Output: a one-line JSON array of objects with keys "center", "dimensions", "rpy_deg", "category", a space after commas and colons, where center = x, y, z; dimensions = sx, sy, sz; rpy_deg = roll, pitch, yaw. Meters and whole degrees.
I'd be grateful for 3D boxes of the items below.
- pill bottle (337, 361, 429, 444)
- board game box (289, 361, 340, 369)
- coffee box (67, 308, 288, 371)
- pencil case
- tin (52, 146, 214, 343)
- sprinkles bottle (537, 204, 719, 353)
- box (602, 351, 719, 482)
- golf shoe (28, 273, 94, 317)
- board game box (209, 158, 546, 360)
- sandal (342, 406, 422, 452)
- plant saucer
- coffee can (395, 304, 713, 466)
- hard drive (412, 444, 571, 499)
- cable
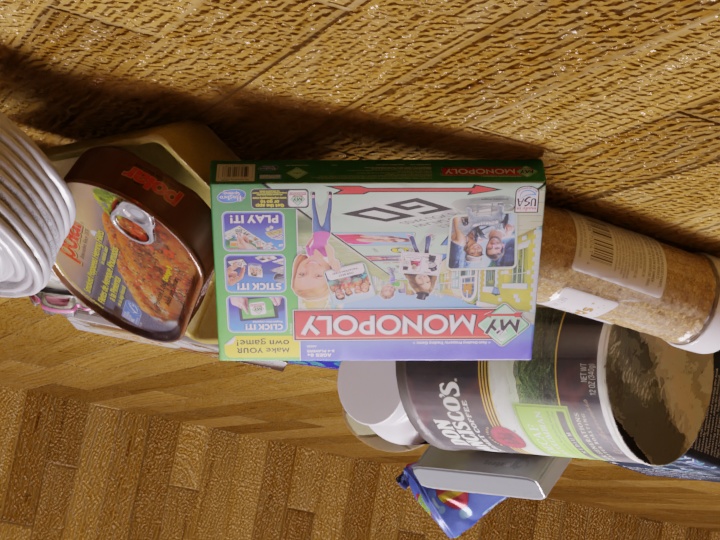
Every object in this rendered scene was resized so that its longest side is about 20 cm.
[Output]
[{"center": [0.072, 0.102, 1.532], "dimensions": [0.112, 0.113, 0.200], "rpy_deg": [1, 177, 39], "category": "pill bottle"}, {"center": [-0.028, 0.065, 1.693], "dimensions": [0.151, 0.045, 0.200], "rpy_deg": [7, 168, 16], "category": "board game box"}, {"center": [-0.157, 0.032, 1.529], "dimensions": [0.199, 0.080, 0.114], "rpy_deg": [12, 173, -4], "category": "coffee box"}, {"center": [0.132, 0.156, 1.478], "dimensions": [0.200, 0.078, 0.087], "rpy_deg": [-33, 161, -6], "category": "pencil case"}, {"center": [-0.149, -0.015, 1.100], "dimensions": [0.112, 0.042, 0.200], "rpy_deg": [28, 155, -2], "category": "tin"}, {"center": [0.165, 0.002, 1.130], "dimensions": [0.199, 0.069, 0.068], "rpy_deg": [16, 167, -28], "category": "sprinkles bottle"}, {"center": [0.288, 0.132, 1.585], "dimensions": [0.148, 0.108, 0.200], "rpy_deg": [1, 165, 43], "category": "box"}, {"center": [-0.169, -0.018, 1.312], "dimensions": [0.199, 0.073, 0.092], "rpy_deg": [-6, 131, -1], "category": "golf shoe"}, {"center": [0.010, -0.005, 1.033], "dimensions": [0.199, 0.029, 0.135], "rpy_deg": [-1, 125, -1], "category": "board game box"}, {"center": [0.077, 0.122, 1.696], "dimensions": [0.200, 0.081, 0.054], "rpy_deg": [-28, -177, 19], "category": "sandal"}, {"center": [-0.111, -0.030, 1.128], "dimensions": [0.200, 0.049, 0.200], "rpy_deg": [-4, 137, 50], "category": "plant saucer"}, {"center": [0.148, 0.070, 1.293], "dimensions": [0.199, 0.147, 0.146], "rpy_deg": [-1, 165, 43], "category": "coffee can"}, {"center": [0.147, 0.110, 1.419], "dimensions": [0.132, 0.200, 0.026], "rpy_deg": [-1, 128, 43], "category": "hard drive"}, {"center": [-0.269, -0.061, 1.035], "dimensions": [0.200, 0.069, 0.200], "rpy_deg": [37, 156, -15], "category": "cable"}]
